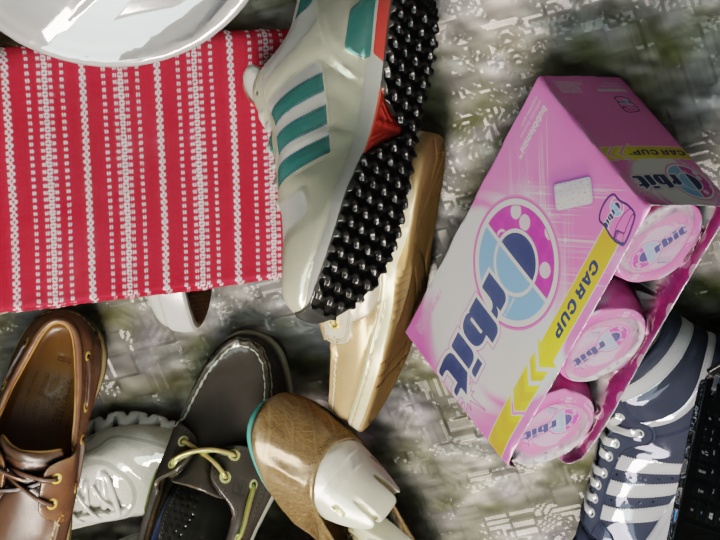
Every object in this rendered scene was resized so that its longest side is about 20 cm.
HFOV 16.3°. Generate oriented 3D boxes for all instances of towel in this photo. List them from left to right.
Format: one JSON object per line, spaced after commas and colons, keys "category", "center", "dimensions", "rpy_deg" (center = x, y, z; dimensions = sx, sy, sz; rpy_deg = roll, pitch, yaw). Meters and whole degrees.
{"category": "towel", "center": [-0.127, -0.057, 1.392], "dimensions": [0.199, 0.022, 0.146], "rpy_deg": [-7, 101, -23]}

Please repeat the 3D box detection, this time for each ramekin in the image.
{"category": "ramekin", "center": [-0.132, -0.217, 1.334], "dimensions": [0.201, 0.094, 0.203], "rpy_deg": [4, 118, 8]}

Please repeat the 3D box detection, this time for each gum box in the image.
{"category": "gum box", "center": [0.110, 0.005, 1.405], "dimensions": [0.066, 0.114, 0.201], "rpy_deg": [-2, 132, -37]}

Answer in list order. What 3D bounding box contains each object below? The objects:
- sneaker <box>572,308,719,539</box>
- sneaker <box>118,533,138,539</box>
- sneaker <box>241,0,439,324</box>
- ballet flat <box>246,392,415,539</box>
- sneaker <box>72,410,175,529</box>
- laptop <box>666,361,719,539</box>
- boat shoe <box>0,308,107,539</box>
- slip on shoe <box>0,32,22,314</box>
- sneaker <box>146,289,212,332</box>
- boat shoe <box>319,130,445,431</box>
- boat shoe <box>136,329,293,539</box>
{"category": "sneaker", "center": [0.154, 0.107, 1.489], "dimensions": [0.108, 0.070, 0.200], "rpy_deg": [33, 114, -15]}
{"category": "sneaker", "center": [-0.155, 0.199, 1.589], "dimensions": [0.199, 0.067, 0.091], "rpy_deg": [-4, 158, 9]}
{"category": "sneaker", "center": [-0.023, -0.071, 1.376], "dimensions": [0.093, 0.070, 0.201], "rpy_deg": [9, 82, 29]}
{"category": "ballet flat", "center": [0.000, 0.149, 1.518], "dimensions": [0.072, 0.068, 0.200], "rpy_deg": [21, 148, 40]}
{"category": "sneaker", "center": [-0.187, 0.139, 1.569], "dimensions": [0.199, 0.081, 0.076], "rpy_deg": [-7, 117, 13]}
{"category": "laptop", "center": [0.268, 0.109, 1.400], "dimensions": [0.103, 0.201, 0.177], "rpy_deg": [6, 170, 41]}
{"category": "boat shoe", "center": [-0.202, 0.118, 1.502], "dimensions": [0.072, 0.068, 0.201], "rpy_deg": [14, 81, 0]}
{"category": "slip on shoe", "center": [-0.224, -0.055, 1.470], "dimensions": [0.076, 0.061, 0.201], "rpy_deg": [11, 122, 4]}
{"category": "sneaker", "center": [-0.141, -0.057, 1.453], "dimensions": [0.084, 0.073, 0.201], "rpy_deg": [-9, 107, 18]}
{"category": "boat shoe", "center": [0.000, 0.000, 1.462], "dimensions": [0.069, 0.074, 0.201], "rpy_deg": [19, 122, 13]}
{"category": "boat shoe", "center": [-0.090, 0.134, 1.506], "dimensions": [0.071, 0.061, 0.202], "rpy_deg": [14, 88, 14]}
